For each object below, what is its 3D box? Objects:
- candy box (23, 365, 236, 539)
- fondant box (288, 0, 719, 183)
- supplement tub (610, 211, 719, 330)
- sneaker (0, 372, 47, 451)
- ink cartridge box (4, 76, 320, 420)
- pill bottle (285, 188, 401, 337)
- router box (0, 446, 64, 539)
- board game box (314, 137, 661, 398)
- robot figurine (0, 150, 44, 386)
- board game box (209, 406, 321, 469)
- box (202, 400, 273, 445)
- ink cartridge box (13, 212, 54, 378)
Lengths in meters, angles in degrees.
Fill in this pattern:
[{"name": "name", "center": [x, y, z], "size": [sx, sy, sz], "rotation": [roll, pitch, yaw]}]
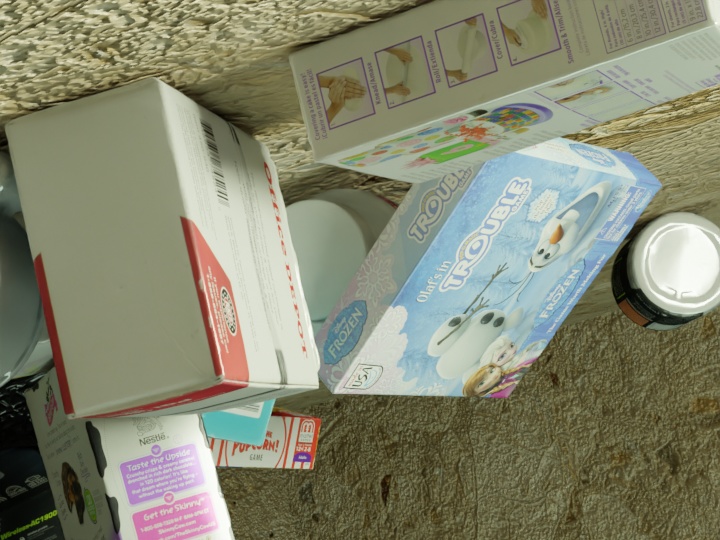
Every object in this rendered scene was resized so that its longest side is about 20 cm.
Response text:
[{"name": "candy box", "center": [-0.138, 0.149, 1.009], "size": [0.071, 0.202, 0.168], "rotation": [-14, 173, -23]}, {"name": "fondant box", "center": [0.085, -0.102, 0.795], "size": [0.199, 0.059, 0.144], "rotation": [-18, 172, 20]}, {"name": "supplement tub", "center": [0.362, 0.005, 1.915], "size": [0.121, 0.124, 0.200], "rotation": [-14, 174, -2]}, {"name": "sneaker", "center": [-0.264, 0.089, 1.185], "size": [0.199, 0.072, 0.083], "rotation": [-9, -155, -29]}, {"name": "ink cartridge box", "center": [-0.094, -0.002, 0.835], "size": [0.082, 0.148, 0.200], "rotation": [-14, 172, 10]}, {"name": "pill bottle", "center": [0.000, 0.000, 1.177], "size": [0.110, 0.112, 0.200], "rotation": [-17, 171, 18]}, {"name": "router box", "center": [-0.265, 0.153, 1.209], "size": [0.149, 0.063, 0.199], "rotation": [22, -151, 36]}, {"name": "board game box", "center": [0.086, -0.001, 1.103], "size": [0.198, 0.043, 0.201], "rotation": [6, 124, -48]}, {"name": "robot figurine", "center": [-0.219, 0.009, 0.798], "size": [0.170, 0.113, 0.200], "rotation": [-43, 173, -3]}, {"name": "board game box", "center": [-0.157, 0.124, 1.361], "size": [0.199, 0.047, 0.151], "rotation": [10, 179, 39]}, {"name": "box", "center": [-0.107, 0.050, 1.111], "size": [0.049, 0.083, 0.200], "rotation": [14, -174, -22]}, {"name": "ink cartridge box", "center": [-0.207, 0.018, 1.002], "size": [0.199, 0.086, 0.147], "rotation": [-13, 173, -30]}]
